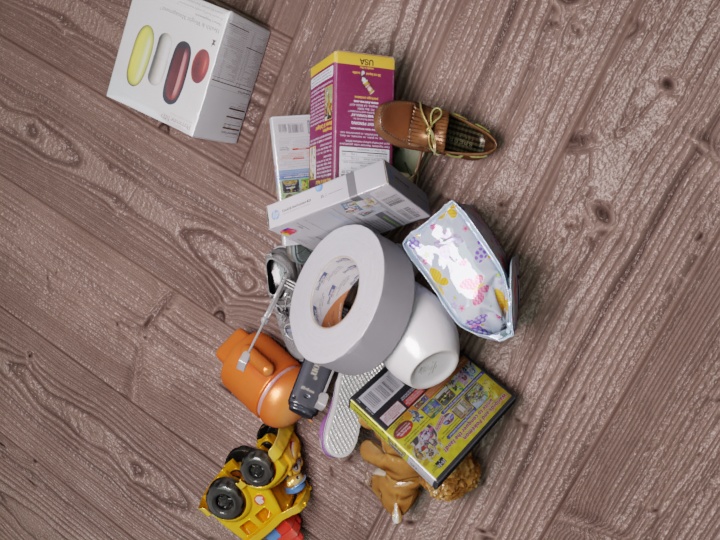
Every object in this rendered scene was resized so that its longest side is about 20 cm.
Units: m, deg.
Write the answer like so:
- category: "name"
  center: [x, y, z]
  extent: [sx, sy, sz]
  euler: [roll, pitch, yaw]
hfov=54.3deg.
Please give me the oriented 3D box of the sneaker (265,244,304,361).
- category: "sneaker"
  center: [-0.129, 0.060, 1.203]
  extent: [0.073, 0.082, 0.205]
  euler: [-17, 90, 21]

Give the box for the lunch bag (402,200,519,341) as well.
- category: "lunch bag"
  center: [0.172, 0.004, 1.040]
  extent: [0.126, 0.169, 0.203]
  euler: [-35, 82, 16]

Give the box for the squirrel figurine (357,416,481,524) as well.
- category: "squirrel figurine"
  center: [0.092, 0.312, 1.124]
  extent: [0.195, 0.141, 0.192]
  euler: [12, 106, 21]

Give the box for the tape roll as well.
- category: "tape roll"
  center: [-0.015, 0.041, 1.001]
  extent: [0.198, 0.065, 0.205]
  euler: [-27, 51, 39]

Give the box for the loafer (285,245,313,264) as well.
- category: "loafer"
  center: [-0.102, -0.115, 1.192]
  extent: [0.062, 0.071, 0.206]
  euler: [8, 92, 38]

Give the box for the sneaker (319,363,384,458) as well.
- category: "sneaker"
  center: [-0.023, 0.213, 1.187]
  extent: [0.071, 0.114, 0.204]
  euler: [27, 72, -6]

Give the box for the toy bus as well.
- category: "toy bus"
  center: [-0.154, 0.390, 1.233]
  extent: [0.199, 0.136, 0.193]
  euler: [-42, 95, 16]

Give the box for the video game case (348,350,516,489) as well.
- category: "video game case"
  center: [0.110, 0.199, 1.067]
  extent: [0.180, 0.199, 0.026]
  euler: [38, 146, 24]

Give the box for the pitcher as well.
- category: "pitcher"
  center: [0.063, 0.088, 1.053]
  extent: [0.174, 0.118, 0.202]
  euler: [101, 151, -42]

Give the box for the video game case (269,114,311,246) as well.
- category: "video game case"
  center: [-0.070, -0.150, 1.148]
  extent: [0.139, 0.018, 0.206]
  euler: [-7, 94, -21]

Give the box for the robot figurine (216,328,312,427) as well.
- category: "robot figurine"
  center: [-0.159, 0.187, 1.203]
  extent: [0.198, 0.115, 0.147]
  euler: [36, 122, 26]

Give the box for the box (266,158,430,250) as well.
- category: "box"
  center: [-0.015, -0.087, 1.031]
  extent: [0.196, 0.155, 0.042]
  euler: [-20, 69, 24]

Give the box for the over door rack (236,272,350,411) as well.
- category: "over door rack"
  center: [-0.095, 0.112, 1.094]
  extent: [0.145, 0.202, 0.067]
  euler: [26, 136, -2]

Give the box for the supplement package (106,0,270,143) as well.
- category: "supplement package"
  center: [-0.288, -0.349, 1.184]
  extent: [0.188, 0.147, 0.205]
  euler: [24, 103, 16]

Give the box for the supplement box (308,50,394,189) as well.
- category: "supplement box"
  center: [-0.016, -0.218, 1.084]
  extent: [0.100, 0.130, 0.206]
  euler: [0, 94, -22]

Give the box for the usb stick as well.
- category: "usb stick"
  center: [-0.064, 0.142, 1.152]
  extent: [0.054, 0.033, 0.204]
  euler: [26, 61, -10]

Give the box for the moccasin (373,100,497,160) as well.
- category: "moccasin"
  center: [0.111, -0.202, 1.032]
  extent: [0.197, 0.077, 0.076]
  euler: [17, 90, -24]

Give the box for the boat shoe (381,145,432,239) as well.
- category: "boat shoe"
  center: [0.059, -0.150, 1.115]
  extent: [0.074, 0.074, 0.205]
  euler: [23, 103, 16]

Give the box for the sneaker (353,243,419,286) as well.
- category: "sneaker"
  center: [0.000, 0.000, 1.140]
  extent: [0.194, 0.099, 0.077]
  euler: [-5, 92, 19]
